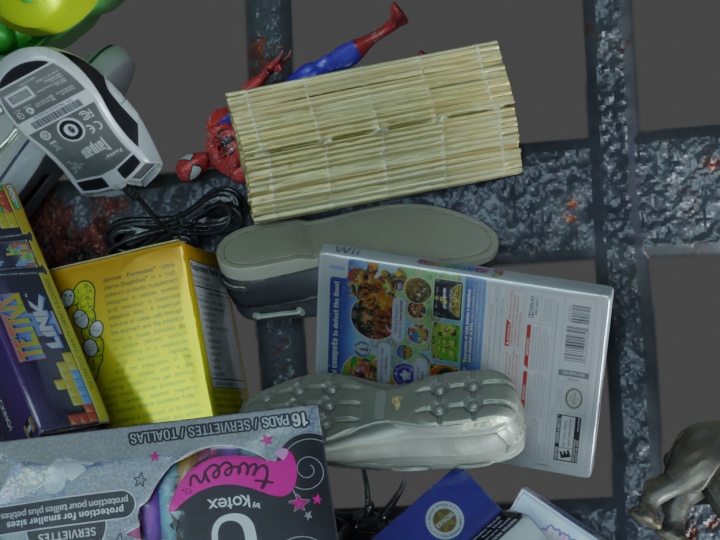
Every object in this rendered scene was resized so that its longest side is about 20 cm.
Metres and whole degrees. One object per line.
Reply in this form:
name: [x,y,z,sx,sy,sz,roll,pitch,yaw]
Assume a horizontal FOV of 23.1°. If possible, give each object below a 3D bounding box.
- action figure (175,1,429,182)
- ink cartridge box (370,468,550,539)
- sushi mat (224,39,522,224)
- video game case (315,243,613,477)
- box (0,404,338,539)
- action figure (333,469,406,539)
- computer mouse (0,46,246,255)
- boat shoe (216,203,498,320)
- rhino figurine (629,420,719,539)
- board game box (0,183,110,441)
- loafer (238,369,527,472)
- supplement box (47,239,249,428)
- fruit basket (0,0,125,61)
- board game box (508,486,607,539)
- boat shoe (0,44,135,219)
action figure: [-0.048,-0.119,1.264,0.199,0.052,0.066,-31,85,9]
ink cartridge box: [0.063,0.254,1.130,0.199,0.041,0.200,-39,79,-18]
sushi mat: [0.011,-0.096,1.234,0.198,0.012,0.096,-11,99,-2]
video game case: [0.067,0.062,1.203,0.198,0.018,0.144,9,118,12]
box: [-0.121,0.163,1.075,0.198,0.132,0.116,-7,71,-11]
action figure: [-0.025,0.236,1.203,0.118,0.102,0.201,22,64,20]
computer mouse: [-0.175,-0.088,1.233,0.109,0.044,0.200,-21,125,25]
boat shoe: [0.000,0.000,1.247,0.198,0.073,0.063,-4,127,6]
rhino figurine: [0.284,0.170,1.163,0.199,0.060,0.088,26,80,9]
board game box: [-0.254,0.070,1.210,0.201,0.056,0.166,62,140,27]
loafer: [0.014,0.110,1.190,0.198,0.070,0.070,-2,47,17]
supplement box: [-0.141,0.091,1.230,0.109,0.109,0.202,-12,82,10]
fruit basket: [-0.231,-0.225,1.230,0.215,0.216,0.156,-38,79,6]
board game box: [0.141,0.284,1.191,0.199,0.041,0.201,33,92,12]
boat shoe: [-0.248,-0.095,1.291,0.070,0.071,0.200,41,99,11]
